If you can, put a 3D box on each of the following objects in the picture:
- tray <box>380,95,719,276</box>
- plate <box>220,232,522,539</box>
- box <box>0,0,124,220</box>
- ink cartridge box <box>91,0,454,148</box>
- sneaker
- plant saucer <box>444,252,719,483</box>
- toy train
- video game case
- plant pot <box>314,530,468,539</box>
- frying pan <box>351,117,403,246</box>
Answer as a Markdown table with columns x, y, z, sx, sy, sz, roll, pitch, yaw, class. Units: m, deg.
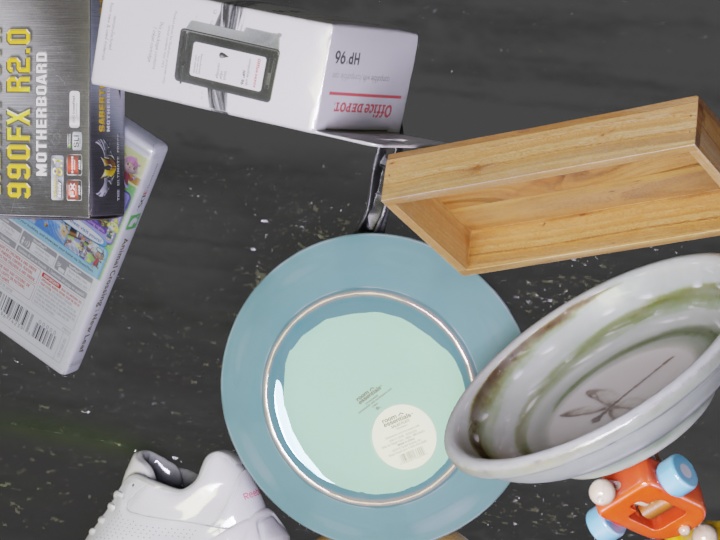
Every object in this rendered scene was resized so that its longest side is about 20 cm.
| x | y | z | sx | sy | sz | roll | pitch | yaw | class |
| --- | --- | --- | --- | --- | --- | --- | --- | --- | --- |
| 0.123 | -0.047 | 1.482 | 0.200 | 0.099 | 0.037 | -10 | 58 | 31 | tray |
| 0.008 | 0.077 | 1.583 | 0.200 | 0.026 | 0.200 | 2 | 99 | 12 | plate |
| -0.231 | -0.134 | 1.667 | 0.158 | 0.048 | 0.200 | 3 | 93 | 24 | box |
| -0.046 | -0.124 | 1.545 | 0.200 | 0.116 | 0.068 | 15 | 99 | 26 | ink cartridge box |
| -0.143 | 0.173 | 1.709 | 0.200 | 0.078 | 0.099 | -23 | 83 | 23 | sneaker |
| 0.144 | 0.066 | 1.449 | 0.200 | 0.200 | 0.050 | -22 | 111 | 32 | plant saucer |
| 0.143 | 0.162 | 1.510 | 0.200 | 0.150 | 0.056 | -41 | 43 | 35 | toy train |
| -0.239 | -0.057 | 1.731 | 0.200 | 0.022 | 0.182 | 34 | 116 | 20 | video game case |
| 0.009 | 0.251 | 1.616 | 0.200 | 0.027 | 0.200 | -7 | 76 | 30 | plant pot |
| 0.012 | 0.012 | 1.602 | 0.115 | 0.031 | 0.190 | 39 | 120 | 13 | frying pan |
